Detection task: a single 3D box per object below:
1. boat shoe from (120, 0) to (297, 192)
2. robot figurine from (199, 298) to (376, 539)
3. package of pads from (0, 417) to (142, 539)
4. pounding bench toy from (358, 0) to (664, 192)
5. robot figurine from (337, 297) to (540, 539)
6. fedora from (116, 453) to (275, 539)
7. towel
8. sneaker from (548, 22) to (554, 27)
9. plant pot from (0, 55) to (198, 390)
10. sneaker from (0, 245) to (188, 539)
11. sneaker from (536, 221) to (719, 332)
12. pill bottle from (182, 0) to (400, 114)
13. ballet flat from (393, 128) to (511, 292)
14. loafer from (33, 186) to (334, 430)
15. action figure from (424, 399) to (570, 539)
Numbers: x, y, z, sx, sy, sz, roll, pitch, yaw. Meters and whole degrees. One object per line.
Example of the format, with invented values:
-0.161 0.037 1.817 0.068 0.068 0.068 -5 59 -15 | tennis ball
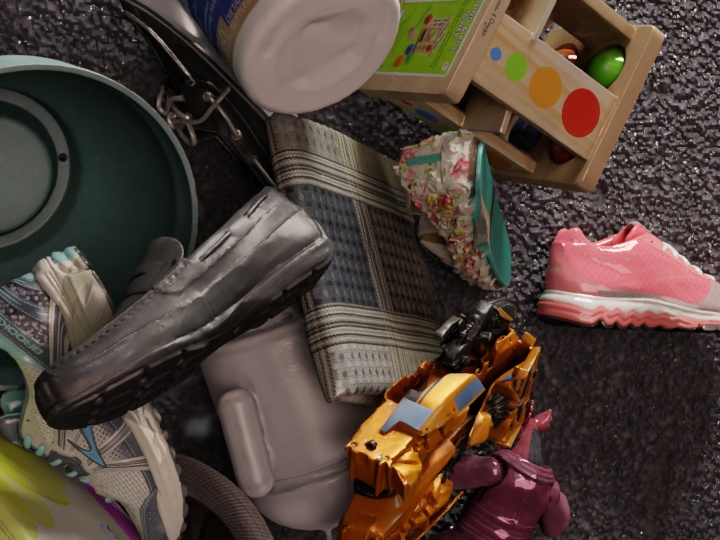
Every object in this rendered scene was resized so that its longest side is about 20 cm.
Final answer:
-0.104 -0.117 0.887 0.068 0.074 0.199 -47 119 -4 | boat shoe
-0.042 0.094 0.886 0.170 0.113 0.200 -30 103 -54 | robot figurine
-0.196 0.155 0.744 0.068 0.200 0.154 -45 69 -2 | package of pads
0.127 -0.176 0.904 0.156 0.124 0.200 29 85 -29 | pounding bench toy
0.056 0.105 0.840 0.200 0.058 0.145 -38 145 -44 | robot figurine
-0.103 0.219 0.858 0.090 0.177 0.200 4 62 -61 | fedora
0.000 0.000 0.868 0.034 0.200 0.193 -19 76 22 | towel
0.114 -0.279 0.957 0.079 0.095 0.200 -26 100 -21 | sneaker
-0.219 -0.044 0.791 0.200 0.134 0.201 -12 117 -26 | plant pot
-0.167 0.087 0.760 0.086 0.078 0.200 -24 112 -12 | sneaker
0.237 0.005 1.016 0.200 0.074 0.087 3 87 -21 | sneaker
-0.068 -0.203 0.813 0.111 0.111 0.200 -22 57 -20 | pill bottle
0.068 -0.043 0.919 0.064 0.200 0.076 0 64 14 | ballet flat
-0.102 0.018 0.710 0.200 0.068 0.070 -35 79 -34 | loafer
0.092 0.189 0.929 0.134 0.149 0.200 19 97 -14 | action figure
